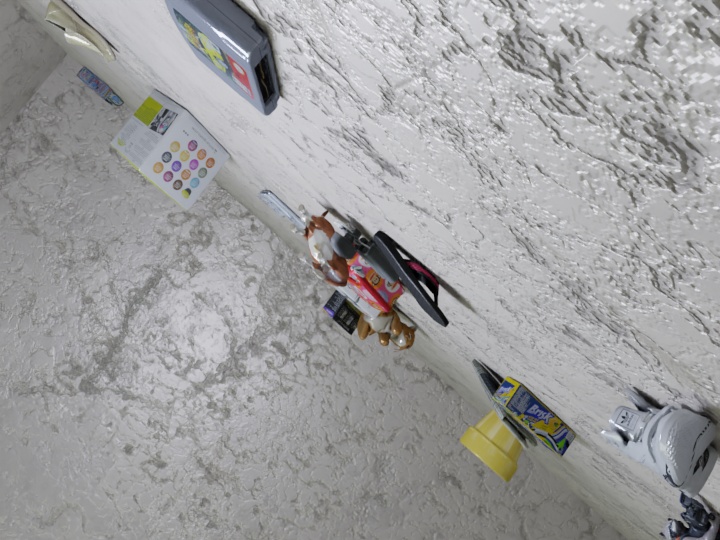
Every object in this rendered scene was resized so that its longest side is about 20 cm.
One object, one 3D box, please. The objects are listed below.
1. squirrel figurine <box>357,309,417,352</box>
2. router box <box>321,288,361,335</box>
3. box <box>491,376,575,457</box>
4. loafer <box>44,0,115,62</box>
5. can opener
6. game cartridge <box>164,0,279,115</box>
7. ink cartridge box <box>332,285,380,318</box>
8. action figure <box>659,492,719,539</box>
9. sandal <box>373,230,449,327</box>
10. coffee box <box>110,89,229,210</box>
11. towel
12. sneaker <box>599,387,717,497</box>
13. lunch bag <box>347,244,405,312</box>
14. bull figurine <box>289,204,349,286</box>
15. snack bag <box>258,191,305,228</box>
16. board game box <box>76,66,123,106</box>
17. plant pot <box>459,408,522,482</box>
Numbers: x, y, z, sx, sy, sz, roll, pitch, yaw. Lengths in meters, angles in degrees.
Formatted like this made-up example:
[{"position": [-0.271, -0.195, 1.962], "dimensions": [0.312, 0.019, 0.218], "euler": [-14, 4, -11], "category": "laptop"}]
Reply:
[{"position": [0.089, 0.163, 2.024], "dimensions": [0.184, 0.143, 0.201], "euler": [30, -167, -23], "category": "squirrel figurine"}, {"position": [-0.029, 0.105, 2.061], "dimensions": [0.052, 0.159, 0.200], "euler": [34, 172, 26], "category": "router box"}, {"position": [0.396, 0.334, 1.465], "dimensions": [0.199, 0.065, 0.070], "euler": [42, 174, -15], "category": "box"}, {"position": [-0.710, -0.595, 1.626], "dimensions": [0.199, 0.069, 0.076], "euler": [42, 174, -14], "category": "loafer"}, {"position": [0.006, -0.032, 1.260], "dimensions": [0.199, 0.067, 0.052], "euler": [39, 174, -42], "category": "can opener"}, {"position": [-0.154, -0.255, 0.723], "dimensions": [0.133, 0.041, 0.200], "euler": [44, 175, 1], "category": "game cartridge"}, {"position": [-0.021, 0.039, 1.867], "dimensions": [0.199, 0.084, 0.144], "euler": [41, 174, -15], "category": "ink cartridge box"}, {"position": [0.570, 0.451, 1.036], "dimensions": [0.199, 0.106, 0.192], "euler": [40, 165, -26], "category": "action figure"}, {"position": [0.096, 0.007, 1.100], "dimensions": [0.202, 0.045, 0.075], "euler": [54, 170, 6], "category": "sandal"}, {"position": [-0.518, -0.327, 1.752], "dimensions": [0.198, 0.200, 0.200], "euler": [34, 173, 38], "category": "coffee box"}, {"position": [0.355, 0.337, 1.604], "dimensions": [0.200, 0.034, 0.195], "euler": [44, -166, -38], "category": "towel"}, {"position": [0.321, 0.181, 0.708], "dimensions": [0.114, 0.076, 0.199], "euler": [31, 173, 40], "category": "sneaker"}, {"position": [0.000, 0.000, 1.482], "dimensions": [0.177, 0.082, 0.199], "euler": [47, 170, -27], "category": "lunch bag"}, {"position": [-0.081, -0.058, 1.261], "dimensions": [0.120, 0.065, 0.203], "euler": [25, -149, -53], "category": "bull figurine"}, {"position": [-0.220, -0.167, 1.925], "dimensions": [0.199, 0.022, 0.188], "euler": [42, 174, -18], "category": "snack bag"}, {"position": [-1.272, -0.887, 3.169], "dimensions": [0.198, 0.062, 0.200], "euler": [38, 174, 34], "category": "board game box"}, {"position": [0.454, 0.548, 2.100], "dimensions": [0.199, 0.191, 0.201], "euler": [38, 175, 4], "category": "plant pot"}]
